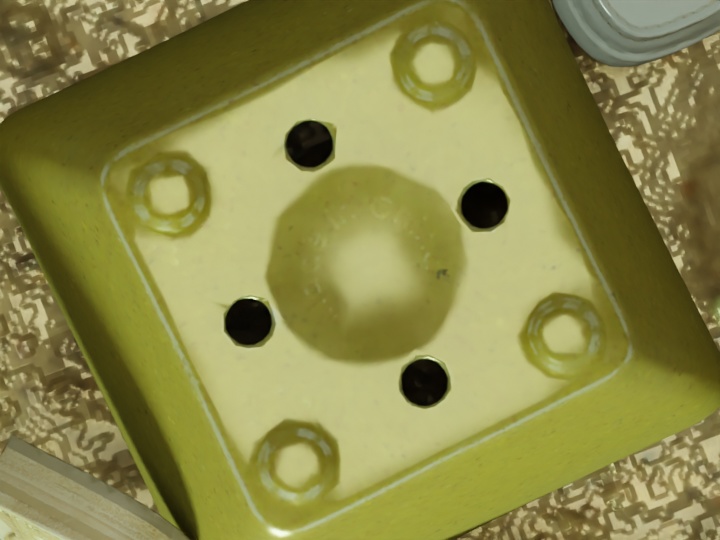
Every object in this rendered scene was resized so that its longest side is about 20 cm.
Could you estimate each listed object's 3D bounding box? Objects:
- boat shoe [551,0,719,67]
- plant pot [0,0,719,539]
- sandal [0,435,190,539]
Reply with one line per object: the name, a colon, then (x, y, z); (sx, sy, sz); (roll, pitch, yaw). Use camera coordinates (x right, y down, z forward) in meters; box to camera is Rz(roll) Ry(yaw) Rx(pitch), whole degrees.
boat shoe: (0.145, -0.141, 0.830); (0.200, 0.069, 0.071); (-41, 102, -11)
plant pot: (0.000, 0.000, 0.797); (0.194, 0.200, 0.196); (-26, 91, -1)
sandal: (-0.155, 0.067, 0.761); (0.211, 0.078, 0.070); (23, 71, 18)
